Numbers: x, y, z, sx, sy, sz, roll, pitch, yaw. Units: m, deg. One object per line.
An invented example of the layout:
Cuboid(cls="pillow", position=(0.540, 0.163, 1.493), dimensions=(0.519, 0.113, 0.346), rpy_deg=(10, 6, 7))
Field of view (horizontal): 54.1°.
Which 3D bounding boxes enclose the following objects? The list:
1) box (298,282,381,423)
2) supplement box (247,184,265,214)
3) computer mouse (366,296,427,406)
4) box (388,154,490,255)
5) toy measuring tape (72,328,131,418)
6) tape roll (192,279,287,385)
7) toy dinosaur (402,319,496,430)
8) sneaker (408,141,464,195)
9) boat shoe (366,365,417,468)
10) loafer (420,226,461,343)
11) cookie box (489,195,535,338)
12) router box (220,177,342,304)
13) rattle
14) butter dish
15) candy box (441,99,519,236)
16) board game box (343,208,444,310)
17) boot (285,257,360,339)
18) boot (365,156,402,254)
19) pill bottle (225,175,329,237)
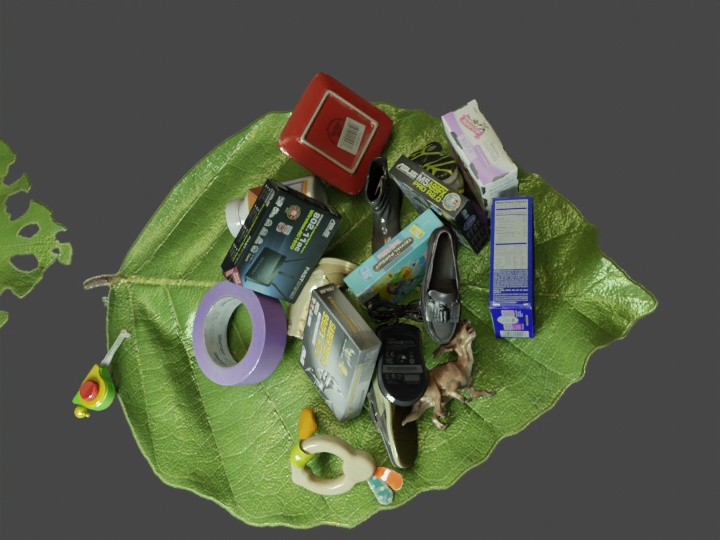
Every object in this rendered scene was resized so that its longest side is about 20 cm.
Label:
Cuboid(cls="box", position=(-0.042, 0.149, 1.261), dimensions=(0.048, 0.201, 0.159), rpy_deg=(-17, 50, -30))
Cuboid(cls="supplement box", position=(-0.177, -0.064, 1.381), dimensions=(0.066, 0.202, 0.069), rpy_deg=(-19, 37, -31))
Cuboid(cls="computer mouse", position=(0.074, 0.148, 1.240), dimensions=(0.137, 0.053, 0.202), rpy_deg=(5, 59, -5))
Cuboid(cls="box", position=(0.149, -0.118, 1.300), dimensions=(0.160, 0.200, 0.044), rpy_deg=(38, 89, 28))
Cuboid(cls="toy measuring tape", position=(-0.524, 0.222, 1.467), dimensions=(0.073, 0.074, 0.201), rpy_deg=(28, 81, 26))
Cuboid(cls="tape roll", position=(-0.237, 0.121, 1.373), dimensions=(0.198, 0.065, 0.203), rpy_deg=(-5, 81, 34))
Cuboid(cls="toy dinosaur", position=(0.145, 0.191, 1.246), dimensions=(0.199, 0.086, 0.136), rpy_deg=(-37, 62, 6))
Cuboid(cls="sneaker", position=(0.147, -0.192, 1.380), dimensions=(0.075, 0.077, 0.200), rpy_deg=(-28, 28, 6))
Cuboid(cls="boat shoe", position=(0.049, 0.253, 1.265), dimensions=(0.066, 0.071, 0.203), rpy_deg=(-24, 70, 38))
Cuboid(cls="loafer", position=(0.137, 0.025, 1.199), dimensions=(0.071, 0.063, 0.203), rpy_deg=(0, 89, 5))
Cuboid(cls="cookie box", position=(0.267, -0.002, 1.232), dimensions=(0.074, 0.171, 0.202), rpy_deg=(0, 68, 15))
Cuboid(cls="router box", position=(-0.147, -0.051, 1.311), dimensions=(0.201, 0.149, 0.062), rpy_deg=(-59, 37, 13))
Cuboid(cls="rattle", position=(-0.021, 0.332, 1.274), dimensions=(0.198, 0.143, 0.132), rpy_deg=(2, 102, 3))
Cuboid(cls="butter dish", position=(-0.065, -0.268, 1.472), dimensions=(0.198, 0.148, 0.201), rpy_deg=(31, 72, -14))
Cuboid(cls="candy box", position=(0.226, -0.183, 1.299), dimensions=(0.071, 0.200, 0.169), rpy_deg=(-25, 62, 3))
Cuboid(cls="board game box", position=(0.077, -0.008, 1.307), dimensions=(0.200, 0.151, 0.047), rpy_deg=(-39, 66, 0))
Cuboid(cls="boot", position=(-0.077, 0.059, 1.348), dimensions=(0.199, 0.072, 0.157), rpy_deg=(-7, 65, 48))
Cuboid(cls="boot", position=(0.038, -0.107, 1.372), dimensions=(0.069, 0.132, 0.202), rpy_deg=(-8, 67, 14))
Cuboid(cls="pill bottle", position=(-0.172, -0.124, 1.462), dimensions=(0.198, 0.112, 0.113), rpy_deg=(-10, 66, 15))
